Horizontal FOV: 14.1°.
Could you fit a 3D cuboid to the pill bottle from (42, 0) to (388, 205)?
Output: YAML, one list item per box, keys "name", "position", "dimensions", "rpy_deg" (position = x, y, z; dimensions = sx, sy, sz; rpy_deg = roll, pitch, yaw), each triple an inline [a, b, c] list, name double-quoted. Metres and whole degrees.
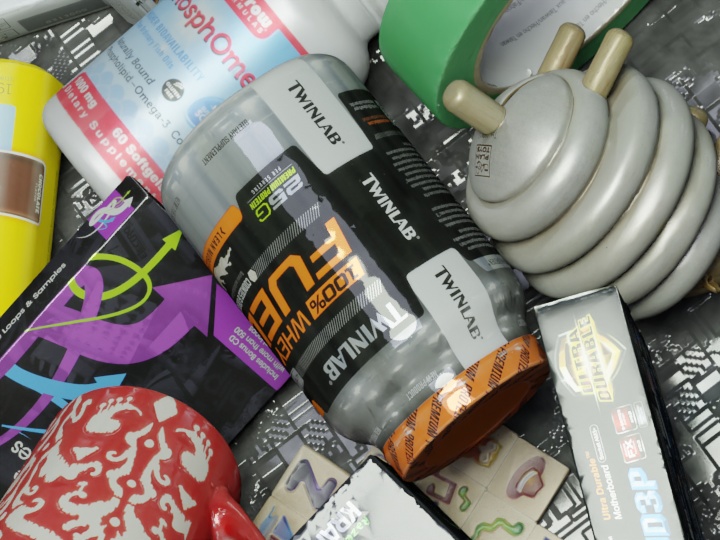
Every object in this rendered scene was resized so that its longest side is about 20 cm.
- name: "pill bottle"
  position: [-0.067, -0.110, 1.578]
  dimensions: [0.200, 0.109, 0.109]
  rpy_deg: [-41, 72, 2]

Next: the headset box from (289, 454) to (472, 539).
- name: "headset box"
  position: [0.025, 0.228, 1.483]
  dimensions: [0.174, 0.093, 0.200]
  rpy_deg: [-46, 72, 1]

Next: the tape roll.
- name: "tape roll"
  position: [0.099, -0.161, 1.501]
  dimensions: [0.200, 0.200, 0.048]
  rpy_deg: [-43, 73, 1]

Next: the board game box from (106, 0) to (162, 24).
- name: "board game box"
  position: [-0.096, -0.240, 1.605]
  dimensions: [0.034, 0.126, 0.201]
  rpy_deg: [20, 83, 16]

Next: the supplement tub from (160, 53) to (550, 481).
- name: "supplement tub"
  position: [0.000, 0.000, 1.473]
  dimensions: [0.122, 0.123, 0.200]
  rpy_deg: [-40, 75, 2]

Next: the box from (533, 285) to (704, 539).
- name: "box"
  position: [0.142, 0.121, 1.451]
  dimensions: [0.046, 0.159, 0.201]
  rpy_deg: [-16, 75, 8]

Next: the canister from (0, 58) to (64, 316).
- name: "canister"
  position: [-0.240, -0.012, 1.611]
  dimensions: [0.147, 0.087, 0.201]
  rpy_deg: [1, 77, 15]

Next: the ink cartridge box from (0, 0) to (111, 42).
- name: "ink cartridge box"
  position: [-0.233, -0.227, 1.676]
  dimensions: [0.159, 0.047, 0.201]
  rpy_deg: [-17, 77, 10]

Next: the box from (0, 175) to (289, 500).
- name: "box"
  position: [-0.138, 0.069, 1.546]
  dimensions: [0.200, 0.143, 0.036]
  rpy_deg: [-47, 33, 1]

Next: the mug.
- name: "mug"
  position: [-0.117, 0.168, 1.435]
  dimensions: [0.177, 0.200, 0.134]
  rpy_deg: [23, 128, 0]

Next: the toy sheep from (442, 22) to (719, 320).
- name: "toy sheep"
  position: [0.122, -0.048, 1.497]
  dimensions: [0.199, 0.138, 0.138]
  rpy_deg: [30, 85, -23]

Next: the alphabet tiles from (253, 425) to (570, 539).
- name: "alphabet tiles"
  position: [0.018, 0.164, 1.552]
  dimensions: [0.167, 0.008, 0.201]
  rpy_deg: [32, 86, 18]
